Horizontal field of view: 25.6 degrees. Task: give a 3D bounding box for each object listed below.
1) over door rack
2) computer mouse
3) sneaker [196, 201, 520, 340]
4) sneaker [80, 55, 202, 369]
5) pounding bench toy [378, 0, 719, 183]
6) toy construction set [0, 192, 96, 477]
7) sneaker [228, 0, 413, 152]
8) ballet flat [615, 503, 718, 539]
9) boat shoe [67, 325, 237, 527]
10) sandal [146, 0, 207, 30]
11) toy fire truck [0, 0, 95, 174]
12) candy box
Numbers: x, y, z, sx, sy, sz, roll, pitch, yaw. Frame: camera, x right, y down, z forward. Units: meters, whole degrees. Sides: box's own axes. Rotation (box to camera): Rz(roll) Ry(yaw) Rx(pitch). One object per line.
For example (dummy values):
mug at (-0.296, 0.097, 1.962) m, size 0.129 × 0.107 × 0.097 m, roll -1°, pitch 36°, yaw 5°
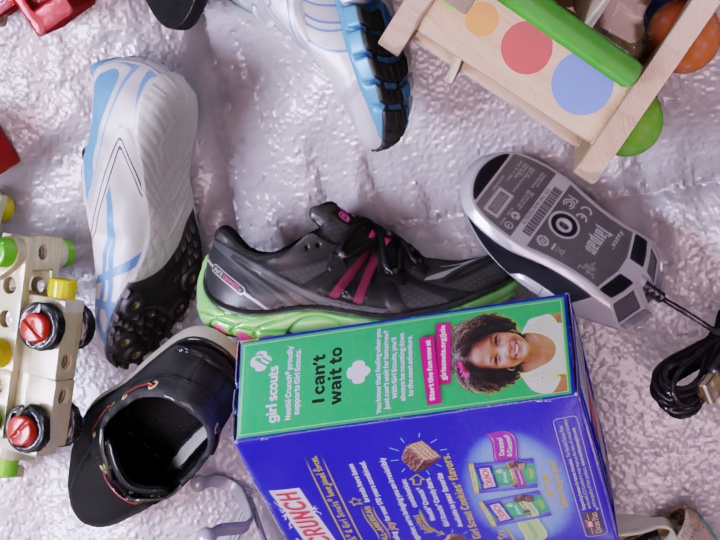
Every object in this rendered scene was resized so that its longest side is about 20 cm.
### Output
over door rack at (-0.087, 0.239, 0.982) m, size 0.066 × 0.200 × 0.149 m, roll 10°, pitch 113°, yaw -34°
computer mouse at (0.142, 0.002, 0.940) m, size 0.199 × 0.110 × 0.044 m, roll 36°, pitch 145°, yaw 8°
sneaker at (0.000, 0.000, 0.955) m, size 0.198 × 0.077 × 0.085 m, roll -1°, pitch 91°, yaw -3°
sneaker at (-0.141, -0.036, 0.980) m, size 0.072 × 0.072 × 0.202 m, roll 26°, pitch 120°, yaw 37°
pounding bench toy at (0.108, -0.132, 0.837) m, size 0.155 × 0.200 × 0.125 m, roll 34°, pitch 108°, yaw -1°
toy construction set at (-0.229, 0.050, 0.990) m, size 0.130 × 0.092 × 0.202 m, roll 10°, pitch 109°, yaw 25°
sneaker at (-0.034, -0.160, 0.926) m, size 0.086 × 0.075 × 0.201 m, roll -20°, pitch 94°, yaw 20°
ballet flat at (0.129, 0.195, 0.999) m, size 0.199 × 0.068 × 0.068 m, roll -21°, pitch 112°, yaw 4°
boat shoe at (-0.139, 0.110, 0.985) m, size 0.073 × 0.063 × 0.201 m, roll 37°, pitch 134°, yaw -8°
sandal at (-0.124, -0.238, 0.908) m, size 0.075 × 0.045 × 0.202 m, roll 7°, pitch 105°, yaw 48°
toy fire truck at (-0.241, -0.165, 0.959) m, size 0.140 × 0.049 × 0.201 m, roll -30°, pitch 99°, yaw 16°
candy box at (0.042, 0.105, 0.943) m, size 0.198 × 0.077 × 0.170 m, roll -10°, pitch 139°, yaw 10°
